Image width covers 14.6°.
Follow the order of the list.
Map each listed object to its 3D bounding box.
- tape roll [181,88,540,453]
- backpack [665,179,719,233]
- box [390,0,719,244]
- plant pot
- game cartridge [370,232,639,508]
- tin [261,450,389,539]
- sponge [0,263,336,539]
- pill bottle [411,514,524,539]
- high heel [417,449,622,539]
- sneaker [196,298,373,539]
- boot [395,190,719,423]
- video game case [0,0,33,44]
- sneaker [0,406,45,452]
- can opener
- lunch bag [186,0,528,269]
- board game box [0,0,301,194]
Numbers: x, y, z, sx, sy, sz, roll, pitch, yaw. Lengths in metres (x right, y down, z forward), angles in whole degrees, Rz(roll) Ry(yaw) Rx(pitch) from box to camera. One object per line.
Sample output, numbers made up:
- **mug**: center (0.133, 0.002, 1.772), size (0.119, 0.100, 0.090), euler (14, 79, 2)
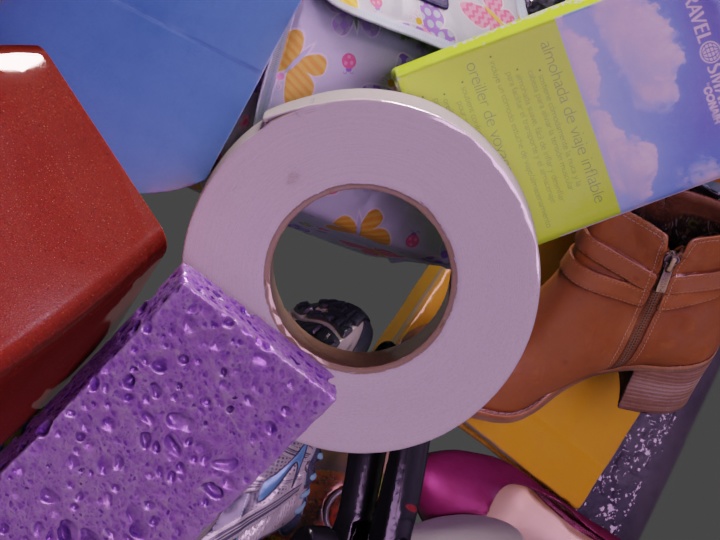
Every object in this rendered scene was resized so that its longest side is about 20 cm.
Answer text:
- **tape roll**: center (0.000, 0.000, 1.555), size (0.202, 0.037, 0.204), euler (0, 103, 2)
- **backpack**: center (0.220, -0.118, 1.696), size (0.150, 0.200, 0.178), euler (41, 53, 0)
- **box**: center (0.130, -0.091, 1.578), size (0.199, 0.048, 0.122), euler (-20, 103, 2)
- **plant pot**: center (-0.221, -0.006, 1.494), size (0.176, 0.200, 0.200), euler (-28, 78, -30)
- **game cartridge**: center (0.124, 0.021, 1.776), size (0.176, 0.032, 0.200), euler (39, 77, -24)
- **tin**: center (-0.062, 0.122, 1.694), size (0.199, 0.042, 0.112), euler (25, 89, -25)
- **sponge**: center (-0.120, 0.099, 1.542), size (0.111, 0.030, 0.200), euler (39, 106, -21)
- **pill bottle**: center (0.065, 0.256, 1.711), size (0.108, 0.109, 0.201), euler (-14, 114, -23)
- **high heel**: center (0.121, 0.168, 1.740), size (0.200, 0.096, 0.068), euler (29, 81, -33)
- **sneaker**: center (-0.059, 0.105, 1.644), size (0.200, 0.078, 0.086), euler (-48, 125, -6)
- **boot**: center (0.125, 0.017, 1.662), size (0.199, 0.077, 0.156), euler (7, 135, -7)
- **video game case**: center (-0.197, -0.199, 1.600), size (0.182, 0.022, 0.201), euler (33, 83, -25)
- **sneaker**: center (-0.228, 0.126, 1.595), size (0.105, 0.076, 0.201), euler (-7, 97, -20)
- **can opener**: center (0.008, 0.137, 1.636), size (0.079, 0.063, 0.201), euler (42, 65, -61)
- **lunch bag**: center (0.001, -0.120, 1.648), size (0.169, 0.127, 0.201), euler (21, 81, -29)
- **board game box**: center (-0.119, -0.139, 1.590), size (0.158, 0.039, 0.201), euler (27, 85, 14)
